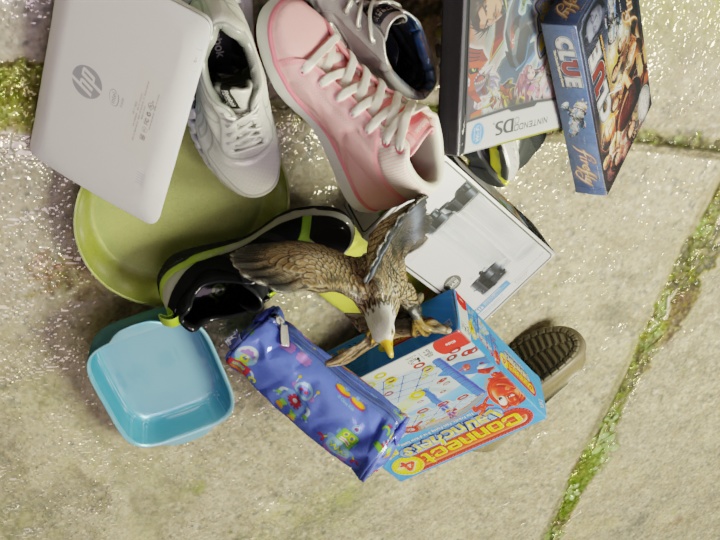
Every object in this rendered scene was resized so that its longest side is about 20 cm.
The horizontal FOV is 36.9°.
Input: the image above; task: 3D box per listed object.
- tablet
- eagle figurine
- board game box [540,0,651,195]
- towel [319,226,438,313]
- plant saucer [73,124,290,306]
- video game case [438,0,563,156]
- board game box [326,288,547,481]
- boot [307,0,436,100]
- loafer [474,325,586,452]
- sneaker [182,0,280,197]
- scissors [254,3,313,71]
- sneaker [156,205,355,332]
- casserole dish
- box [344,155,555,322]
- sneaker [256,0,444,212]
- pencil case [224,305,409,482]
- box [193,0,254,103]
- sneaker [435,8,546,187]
[{"bbox_3d":[-0.194,-0.140,0.847,0.129,0.014,0.201,29,128,6],"label":"tablet"},{"bbox_3d":[0.003,0.004,0.920,0.152,0.150,0.200,-48,138,-9],"label":"eagle figurine"},{"bbox_3d":[0.224,-0.188,1.004,0.136,0.034,0.201,-58,144,-29],"label":"board game box"},{"bbox_3d":[0.031,0.026,1.141,0.086,0.018,0.199,-49,128,7],"label":"towel"},{"bbox_3d":[-0.162,-0.058,0.981,0.197,0.031,0.202,-13,129,-17],"label":"plant saucer"},{"bbox_3d":[0.132,-0.211,0.926,0.180,0.025,0.203,-19,117,-45],"label":"video game case"},{"bbox_3d":[0.069,0.131,1.165,0.198,0.056,0.196,-28,133,23],"label":"board game box"},{"bbox_3d":[0.001,-0.225,0.883,0.074,0.095,0.200,-47,134,-8],"label":"boot"},{"bbox_3d":[0.185,0.141,1.260,0.199,0.077,0.067,-38,133,16],"label":"loafer"},{"bbox_3d":[-0.104,-0.134,0.876,0.074,0.081,0.202,-22,132,-10],"label":"sneaker"},{"bbox_3d":[-0.043,-0.152,0.981,0.072,0.014,0.202,-24,131,-11],"label":"scissors"},{"bbox_3d":[-0.090,0.009,0.988,0.198,0.083,0.072,-22,131,-10],"label":"sneaker"},{"bbox_3d":[-0.195,0.102,1.056,0.120,0.039,0.201,-19,139,-5],"label":"casserole dish"},{"bbox_3d":[0.092,-0.041,1.087,0.117,0.060,0.199,-43,129,13],"label":"box"},{"bbox_3d":[0.003,-0.137,0.867,0.076,0.104,0.201,-50,121,-34],"label":"sneaker"},{"bbox_3d":[-0.042,0.116,1.065,0.199,0.078,0.087,40,136,1],"label":"pencil case"},{"bbox_3d":[-0.157,-0.223,0.861,0.142,0.036,0.202,-12,127,-17],"label":"box"},{"bbox_3d":[0.126,-0.183,1.009,0.084,0.074,0.202,-36,129,-34],"label":"sneaker"}]
